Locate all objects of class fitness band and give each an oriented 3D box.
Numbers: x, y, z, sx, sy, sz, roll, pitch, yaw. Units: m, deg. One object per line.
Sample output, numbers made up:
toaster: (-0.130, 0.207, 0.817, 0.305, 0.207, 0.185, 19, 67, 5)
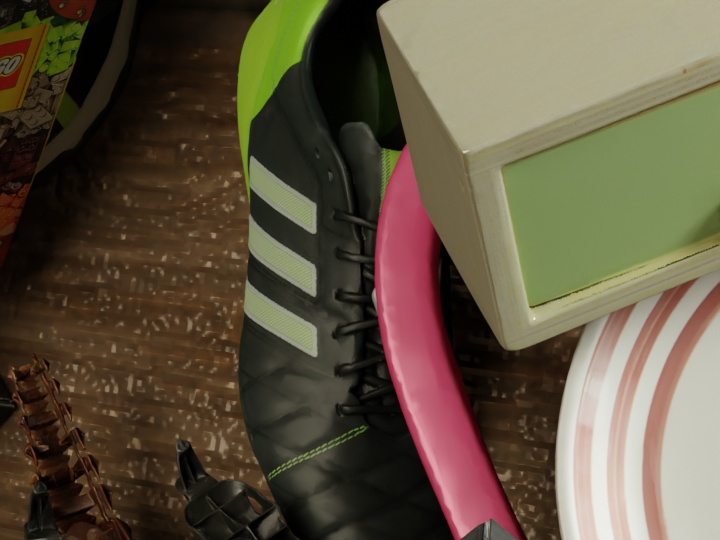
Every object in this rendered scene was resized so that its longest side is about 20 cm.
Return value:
fitness band: (0.083, 0.026, 0.740, 0.143, 0.037, 0.201, -23, 74, 5)

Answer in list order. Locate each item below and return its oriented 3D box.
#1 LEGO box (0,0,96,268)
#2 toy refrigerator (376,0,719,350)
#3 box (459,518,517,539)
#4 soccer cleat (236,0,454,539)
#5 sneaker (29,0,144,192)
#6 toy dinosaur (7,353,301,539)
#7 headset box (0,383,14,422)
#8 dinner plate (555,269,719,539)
LEGO box: (-0.184, -0.104, 0.877, 0.200, 0.077, 0.149, 49, 135, 26)
toy refrigerator: (0.113, -0.057, 0.678, 0.199, 0.076, 0.070, -22, 46, -7)
box: (0.018, 0.186, 0.728, 0.161, 0.049, 0.200, 43, 113, -15)
soccer cleat: (0.000, 0.000, 0.805, 0.081, 0.067, 0.201, -35, 59, 59)
sneaker: (-0.110, -0.123, 0.898, 0.072, 0.083, 0.201, 30, 99, 34)
toy dinosaur: (-0.073, 0.122, 0.817, 0.102, 0.136, 0.200, -39, 75, -24)
headset box: (-0.243, 0.043, 0.953, 0.200, 0.093, 0.174, -47, 61, 17)
dinner plate: (0.151, 0.054, 0.694, 0.199, 0.024, 0.201, -2, 76, 7)
